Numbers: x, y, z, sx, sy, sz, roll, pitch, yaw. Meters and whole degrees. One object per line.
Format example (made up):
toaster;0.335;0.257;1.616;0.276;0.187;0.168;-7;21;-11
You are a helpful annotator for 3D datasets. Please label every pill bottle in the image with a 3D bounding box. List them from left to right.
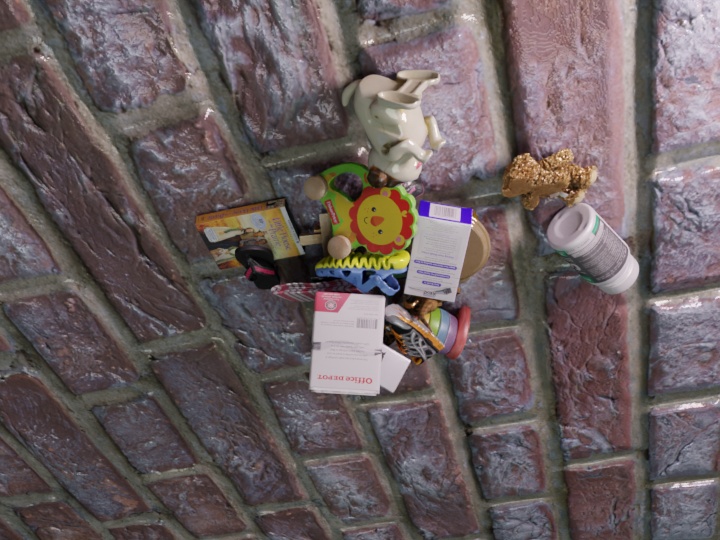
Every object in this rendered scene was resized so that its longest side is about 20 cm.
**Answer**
pill bottle;0.486;-0.041;1.694;0.113;0.114;0.200;-33;125;29

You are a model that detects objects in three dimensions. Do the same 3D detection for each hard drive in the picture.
hard drive;0.000;0.000;1.749;0.199;0.038;0.140;-6;169;9

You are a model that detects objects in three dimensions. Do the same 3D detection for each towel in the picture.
towel;-0.080;0.042;1.769;0.199;0.030;0.146;-4;169;11

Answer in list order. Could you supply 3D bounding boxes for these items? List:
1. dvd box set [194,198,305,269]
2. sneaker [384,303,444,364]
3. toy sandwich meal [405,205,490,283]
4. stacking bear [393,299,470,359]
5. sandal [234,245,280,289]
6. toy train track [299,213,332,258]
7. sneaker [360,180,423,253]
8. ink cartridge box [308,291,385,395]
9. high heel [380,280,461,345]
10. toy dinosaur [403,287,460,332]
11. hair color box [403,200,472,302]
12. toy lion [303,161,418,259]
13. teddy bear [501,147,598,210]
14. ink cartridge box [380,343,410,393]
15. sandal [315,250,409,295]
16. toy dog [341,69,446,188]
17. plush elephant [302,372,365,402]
dvd box set;-0.231;-0.074;1.729;0.199;0.030;0.147;-10;136;10
sneaker;0.105;0.141;1.744;0.077;0.078;0.200;-45;131;4
toy sandwich meal;0.183;-0.057;1.721;0.204;0.070;0.206;5;128;7
stacking bear;0.138;0.124;1.874;0.199;0.114;0.122;18;133;-10
sandal;-0.215;0.004;1.759;0.075;0.045;0.200;-8;151;7
toy train track;-0.029;-0.081;1.722;0.199;0.033;0.115;-6;122;-2
sneaker;0.064;-0.110;1.656;0.095;0.079;0.201;8;127;-29
ink cartridge box;-0.027;0.148;1.665;0.145;0.201;0.085;4;177;-2
high heel;0.129;0.094;1.812;0.199;0.071;0.144;0;98;-20
toy dinosaur;0.141;0.071;1.711;0.106;0.200;0.061;-19;103;38
hair color box;0.156;-0.037;1.656;0.109;0.065;0.201;10;127;3
toy lion;0.011;-0.119;1.585;0.191;0.069;0.201;-20;97;22
teddy bear;0.368;-0.180;1.602;0.199;0.067;0.145;-4;144;-4
ink cartridge box;-0.001;0.179;1.781;0.199;0.086;0.148;29;175;-2
sandal;0.003;0.008;1.639;0.199;0.079;0.088;2;111;20
toy dog;0.055;-0.242;1.474;0.193;0.140;0.201;6;127;16
plush elephant;-0.046;0.217;1.937;0.164;0.201;0.154;14;160;-35
